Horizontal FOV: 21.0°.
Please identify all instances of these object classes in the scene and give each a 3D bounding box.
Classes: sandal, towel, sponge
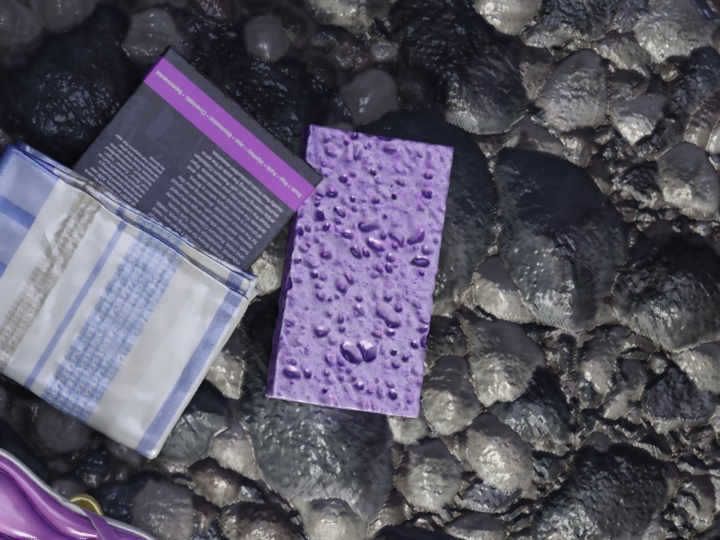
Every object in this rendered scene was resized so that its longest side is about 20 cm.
[{"bbox_3d":[-0.194,0.189,1.278,0.202,0.050,0.083,32,78,-9],"label":"sandal"},{"bbox_3d":[-0.186,0.020,1.324,0.199,0.024,0.148,30,90,-5],"label":"towel"},{"bbox_3d":[0.000,0.000,1.403,0.110,0.030,0.202,10,83,-12],"label":"sponge"}]

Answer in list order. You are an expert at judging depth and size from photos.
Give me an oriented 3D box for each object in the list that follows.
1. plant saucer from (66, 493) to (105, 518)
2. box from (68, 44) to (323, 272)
[{"bbox_3d":[-0.224,0.284,1.312,0.199,0.048,0.201,-29,92,-15],"label":"plant saucer"},{"bbox_3d":[-0.143,-0.034,1.357,0.143,0.036,0.200,40,84,-6],"label":"box"}]
